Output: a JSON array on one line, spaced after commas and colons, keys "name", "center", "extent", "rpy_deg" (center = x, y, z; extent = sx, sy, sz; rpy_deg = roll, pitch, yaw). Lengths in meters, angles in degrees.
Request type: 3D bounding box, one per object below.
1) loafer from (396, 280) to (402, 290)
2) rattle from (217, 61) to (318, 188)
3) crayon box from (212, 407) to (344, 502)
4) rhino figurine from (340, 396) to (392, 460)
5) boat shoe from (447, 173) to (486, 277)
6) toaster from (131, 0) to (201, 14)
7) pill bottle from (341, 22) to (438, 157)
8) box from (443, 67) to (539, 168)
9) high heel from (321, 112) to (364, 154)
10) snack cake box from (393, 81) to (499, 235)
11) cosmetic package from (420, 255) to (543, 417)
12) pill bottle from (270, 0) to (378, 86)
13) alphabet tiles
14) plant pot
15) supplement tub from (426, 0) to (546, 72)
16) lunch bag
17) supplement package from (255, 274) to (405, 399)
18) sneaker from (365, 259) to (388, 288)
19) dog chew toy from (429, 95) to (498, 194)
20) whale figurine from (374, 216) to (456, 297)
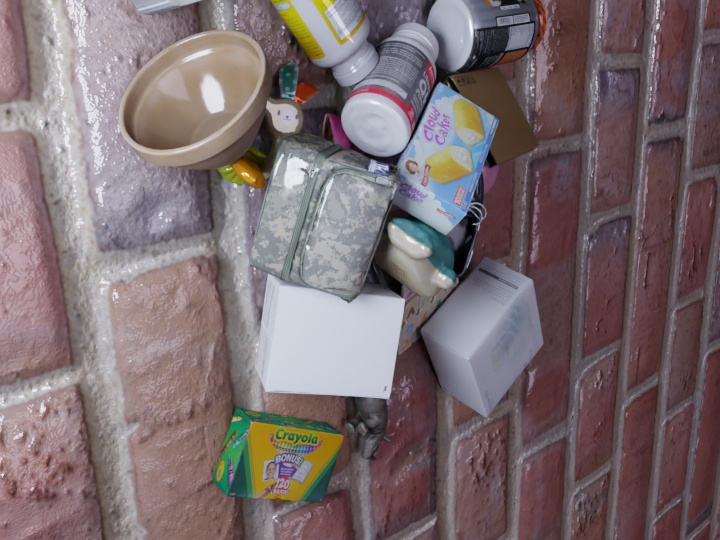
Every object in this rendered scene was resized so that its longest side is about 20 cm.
[{"name": "loafer", "center": [0.139, -0.031, 1.270], "extent": [0.198, 0.072, 0.064], "rpy_deg": [-37, 142, -18]}, {"name": "rattle", "center": [-0.115, -0.208, 0.963], "extent": [0.198, 0.142, 0.132], "rpy_deg": [-37, 98, -15]}, {"name": "crayon box", "center": [-0.130, 0.302, 1.136], "extent": [0.197, 0.058, 0.122], "rpy_deg": [19, 90, -40]}, {"name": "rhino figurine", "center": [0.017, 0.256, 1.243], "extent": [0.087, 0.059, 0.205], "rpy_deg": [-32, 124, -40]}, {"name": "boat shoe", "center": [0.163, -0.091, 1.138], "extent": [0.073, 0.062, 0.206], "rpy_deg": [10, 101, -3]}, {"name": "toaster", "center": [-0.214, -0.418, 0.835], "extent": [0.197, 0.117, 0.185], "rpy_deg": [-29, 118, -29]}, {"name": "pill bottle", "center": [0.053, -0.283, 1.072], "extent": [0.111, 0.109, 0.203], "rpy_deg": [50, 51, -36]}, {"name": "box", "center": [0.230, -0.268, 1.209], "extent": [0.199, 0.021, 0.166], "rpy_deg": [-27, 89, -52]}, {"name": "high heel", "center": [-0.049, -0.133, 1.073], "extent": [0.095, 0.066, 0.205], "rpy_deg": [29, 79, -50]}, {"name": "snack cake box", "center": [0.122, -0.169, 1.047], "extent": [0.113, 0.067, 0.203], "rpy_deg": [29, 58, -8]}, {"name": "cosmetic package", "center": [0.234, 0.126, 1.319], "extent": [0.200, 0.122, 0.201], "rpy_deg": [-45, 139, -18]}, {"name": "pill bottle", "center": [-0.054, -0.363, 0.987], "extent": [0.105, 0.103, 0.201], "rpy_deg": [-50, 126, -16]}, {"name": "alphabet tiles", "center": [0.111, 0.060, 1.237], "extent": [0.199, 0.014, 0.199], "rpy_deg": [-37, 148, -31]}, {"name": "plant pot", "center": [-0.193, -0.195, 0.877], "extent": [0.202, 0.199, 0.093], "rpy_deg": [-50, 147, -16]}, {"name": "supplement tub", "center": [0.216, -0.409, 1.184], "extent": [0.197, 0.121, 0.126], "rpy_deg": [-20, 114, -34]}, {"name": "lunch bag", "center": [-0.045, -0.075, 0.970], "extent": [0.139, 0.164, 0.205], "rpy_deg": [-54, 165, -73]}, {"name": "supplement package", "center": [-0.049, 0.098, 1.073], "extent": [0.194, 0.111, 0.160], "rpy_deg": [6, 99, -18]}, {"name": "sneaker", "center": [0.000, 0.000, 1.165], "extent": [0.080, 0.073, 0.206], "rpy_deg": [-9, 104, -17]}, {"name": "dog chew toy", "center": [0.149, -0.211, 1.191], "extent": [0.125, 0.124, 0.200], "rpy_deg": [-51, 119, -16]}, {"name": "whale figurine", "center": [0.085, -0.039, 1.051], "extent": [0.105, 0.157, 0.200], "rpy_deg": [-53, 166, -10]}]
